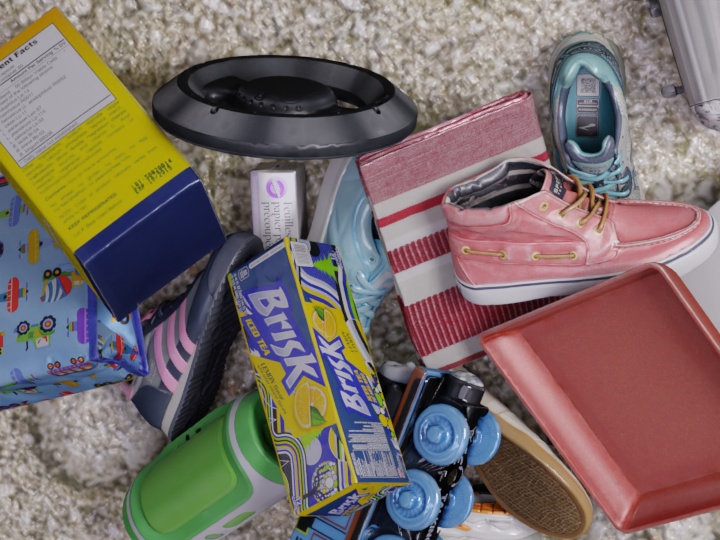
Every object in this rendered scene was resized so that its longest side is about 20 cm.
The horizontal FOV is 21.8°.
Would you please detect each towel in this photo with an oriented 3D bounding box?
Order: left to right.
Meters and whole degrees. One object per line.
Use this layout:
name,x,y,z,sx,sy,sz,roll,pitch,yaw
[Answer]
towel,0.087,-0.026,1.437,0.143,0.023,0.201,-22,119,-6

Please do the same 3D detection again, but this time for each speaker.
speaker,-0.112,0.164,1.498,0.089,0.088,0.200,48,134,-4

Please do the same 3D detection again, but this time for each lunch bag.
lunch bag,-0.267,-0.002,1.506,0.150,0.094,0.201,-13,74,18

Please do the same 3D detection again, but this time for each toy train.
toy train,0.027,0.161,1.440,0.114,0.087,0.201,24,97,29

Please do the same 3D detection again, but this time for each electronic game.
electronic game,-0.056,-0.121,1.402,0.199,0.200,0.042,6,113,7

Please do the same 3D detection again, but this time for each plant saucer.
plant saucer,0.212,0.091,1.384,0.200,0.037,0.200,53,139,-9

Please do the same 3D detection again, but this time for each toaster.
toaster,0.313,-0.177,1.367,0.199,0.114,0.130,-10,88,11

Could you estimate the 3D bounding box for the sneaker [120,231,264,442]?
sneaker,-0.143,0.041,1.506,0.082,0.070,0.201,35,119,20

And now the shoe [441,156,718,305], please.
shoe,0.160,-0.036,1.377,0.199,0.072,0.091,-10,128,10

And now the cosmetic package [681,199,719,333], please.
cosmetic package,0.308,-0.003,1.415,0.200,0.085,0.108,-43,61,13

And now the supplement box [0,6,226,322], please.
supplement box,-0.208,-0.081,1.426,0.109,0.110,0.200,-36,66,-10

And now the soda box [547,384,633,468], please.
soda box,0.252,0.125,1.483,0.199,0.063,0.071,16,106,5

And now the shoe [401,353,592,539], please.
shoe,0.111,0.132,1.489,0.200,0.053,0.070,41,132,13

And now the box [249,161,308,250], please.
box,-0.062,0.014,1.517,0.038,0.041,0.201,0,104,9

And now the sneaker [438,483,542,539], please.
sneaker,0.053,0.227,1.534,0.199,0.076,0.092,2,108,9

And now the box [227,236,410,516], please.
box,-0.033,0.080,1.407,0.070,0.064,0.201,-32,64,33

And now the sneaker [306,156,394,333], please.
sneaker,0.000,0.000,1.472,0.082,0.074,0.201,25,111,46

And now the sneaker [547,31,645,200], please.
sneaker,0.175,-0.079,1.435,0.077,0.086,0.201,-9,102,10
